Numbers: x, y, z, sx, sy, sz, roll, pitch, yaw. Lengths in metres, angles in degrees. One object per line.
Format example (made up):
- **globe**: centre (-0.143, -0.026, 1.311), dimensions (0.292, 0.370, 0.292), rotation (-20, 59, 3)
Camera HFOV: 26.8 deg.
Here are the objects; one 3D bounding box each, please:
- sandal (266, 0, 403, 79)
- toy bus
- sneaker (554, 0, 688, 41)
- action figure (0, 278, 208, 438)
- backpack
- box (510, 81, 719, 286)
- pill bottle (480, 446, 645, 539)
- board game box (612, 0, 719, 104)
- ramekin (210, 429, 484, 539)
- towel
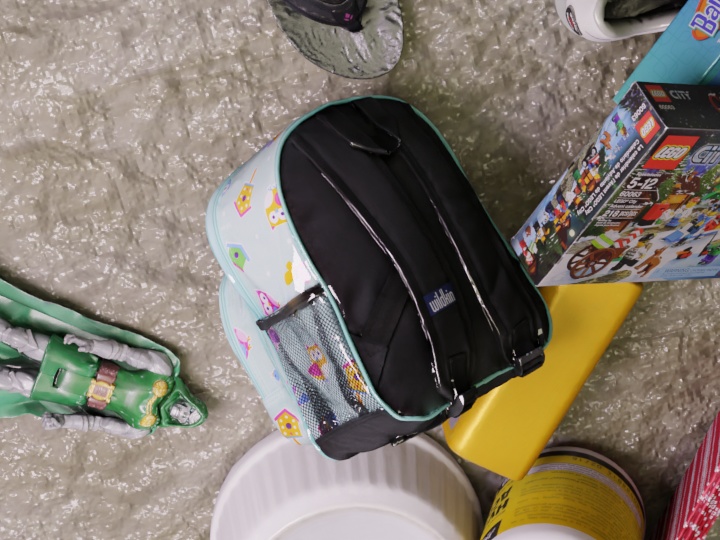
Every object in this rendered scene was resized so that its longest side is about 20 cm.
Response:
- **sandal**: centre (-0.037, -0.202, 0.930), dimensions (0.075, 0.048, 0.201), rotation (-27, 109, 6)
- **toy bus**: centre (0.128, 0.035, 1.015), dimensions (0.065, 0.078, 0.200), rotation (25, 107, -13)
- **sneaker**: centre (0.222, -0.193, 0.931), dimensions (0.200, 0.089, 0.074), rotation (-30, 109, 6)
- **action figure**: centre (-0.198, 0.070, 1.024), dimensions (0.199, 0.055, 0.119), rotation (17, 106, -14)
- **backpack**: centre (0.000, 0.000, 0.940), dimensions (0.153, 0.176, 0.201), rotation (-23, 91, 49)
- **box**: centre (0.205, -0.049, 0.916), dimensions (0.199, 0.038, 0.137), rotation (-2, 142, -37)
- **pill bottle**: centre (0.129, 0.204, 1.005), dimensions (0.111, 0.200, 0.112), rotation (4, 107, 12)
- **board game box**: centre (0.264, -0.154, 0.921), dimensions (0.152, 0.045, 0.200), rotation (13, 119, -49)
- **ramekin**: centre (-0.007, 0.209, 1.065), dimensions (0.201, 0.094, 0.203), rotation (-1, 111, -4)
- **towel**: centre (0.229, 0.163, 1.038), dimensions (0.022, 0.145, 0.201), rotation (27, 109, 7)
